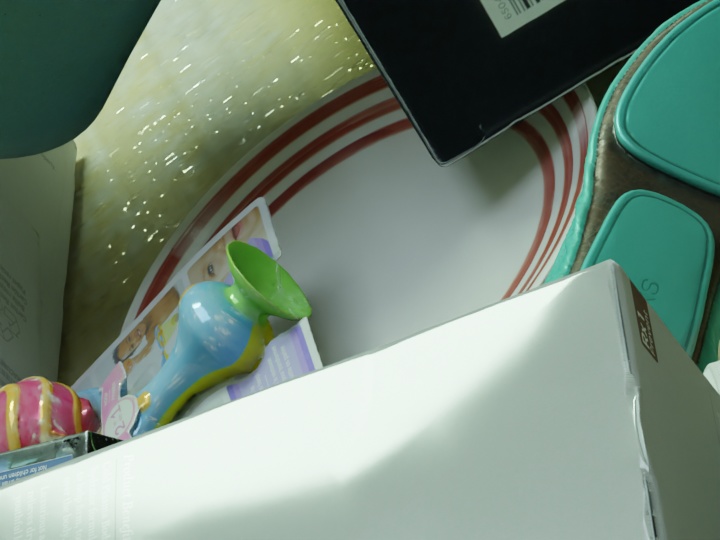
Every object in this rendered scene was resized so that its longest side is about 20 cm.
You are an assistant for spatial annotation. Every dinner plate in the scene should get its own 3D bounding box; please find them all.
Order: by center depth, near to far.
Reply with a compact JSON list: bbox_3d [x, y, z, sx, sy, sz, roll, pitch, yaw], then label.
[{"bbox_3d":[0.000,0.000,1.027,0.200,0.024,0.200,-26,35,20],"label":"dinner plate"}]

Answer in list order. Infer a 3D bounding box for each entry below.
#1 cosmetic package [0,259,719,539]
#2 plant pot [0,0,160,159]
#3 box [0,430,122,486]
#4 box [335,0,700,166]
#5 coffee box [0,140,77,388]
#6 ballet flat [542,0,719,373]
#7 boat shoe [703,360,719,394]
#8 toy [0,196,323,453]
[{"bbox_3d":[-0.003,0.088,0.733,0.200,0.090,0.107,-18,51,19],"label":"cosmetic package"},{"bbox_3d":[-0.134,-0.166,1.040,0.161,0.200,0.201,-51,25,31],"label":"plant pot"},{"bbox_3d":[-0.148,0.137,0.944,0.200,0.040,0.137,-16,69,33],"label":"box"},{"bbox_3d":[0.046,-0.150,1.055,0.148,0.107,0.200,-31,28,4],"label":"box"},{"bbox_3d":[-0.246,-0.008,1.121,0.198,0.200,0.200,-28,35,19],"label":"coffee box"},{"bbox_3d":[0.088,-0.008,0.903,0.200,0.067,0.070,-61,-1,-43],"label":"ballet flat"},{"bbox_3d":[0.102,0.097,0.760,0.068,0.075,0.200,-24,36,13],"label":"boat shoe"},{"bbox_3d":[-0.100,0.064,0.993,0.200,0.047,0.115,-43,32,14],"label":"toy"}]
